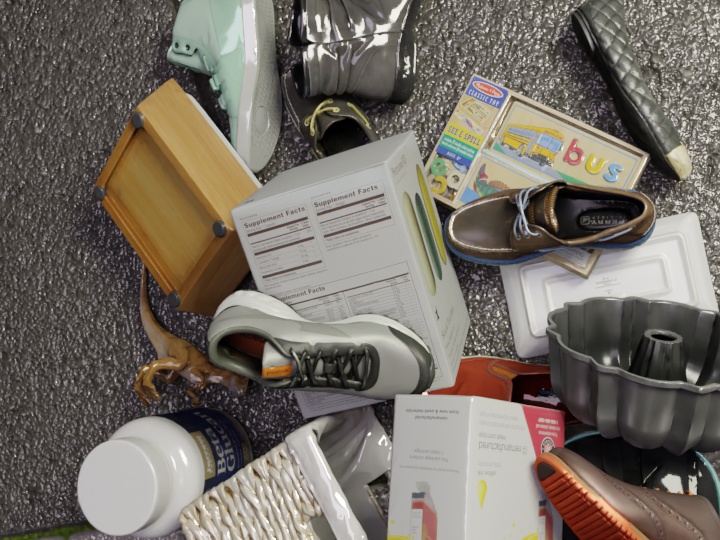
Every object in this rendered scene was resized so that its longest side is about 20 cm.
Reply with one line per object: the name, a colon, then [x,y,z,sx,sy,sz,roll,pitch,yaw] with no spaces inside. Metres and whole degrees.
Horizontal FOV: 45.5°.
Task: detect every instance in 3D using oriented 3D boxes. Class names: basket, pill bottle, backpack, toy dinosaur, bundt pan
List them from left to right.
pill bottle: [-0.189,0.198,0.846,0.108,0.200,0.114,-1,85,14]
toy dinosaur: [-0.206,0.093,0.942,0.199,0.061,0.106,37,58,16]
basket: [-0.033,0.255,0.802,0.159,0.200,0.201,-32,79,12]
backpack: [0.233,0.239,0.754,0.172,0.153,0.205,-3,86,18]
bundt pan: [0.253,0.091,0.731,0.197,0.202,0.078,7,108,15]

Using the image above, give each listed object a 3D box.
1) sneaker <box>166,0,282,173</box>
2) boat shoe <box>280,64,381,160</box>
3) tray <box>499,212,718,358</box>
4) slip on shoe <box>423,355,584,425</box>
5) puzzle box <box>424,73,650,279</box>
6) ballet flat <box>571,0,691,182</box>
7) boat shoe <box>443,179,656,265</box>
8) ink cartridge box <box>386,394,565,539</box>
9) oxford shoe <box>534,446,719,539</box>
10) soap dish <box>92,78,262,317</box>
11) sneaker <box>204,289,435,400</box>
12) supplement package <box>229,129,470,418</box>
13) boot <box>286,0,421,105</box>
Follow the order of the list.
sneaker: [-0.152,-0.205,0.938,0.116,0.073,0.206,-2,88,22]
boat shoe: [-0.021,-0.145,0.900,0.071,0.060,0.202,-40,77,8]
tray: [0.240,0.015,0.839,0.196,0.022,0.110,-12,83,14]
slip on shoe: [0.137,0.122,0.838,0.195,0.061,0.076,0,87,16]
puzzle box: [0.168,-0.096,0.853,0.197,0.025,0.135,28,88,19]
ballet flat: [0.268,-0.179,0.824,0.056,0.066,0.203,-26,80,5]
boat shoe: [0.170,-0.052,0.791,0.195,0.072,0.074,-7,77,15]
ink cartridge box: [0.094,0.208,0.686,0.082,0.144,0.205,-6,75,42]
oxford shoe: [0.224,0.195,0.662,0.199,0.071,0.073,39,66,6]
soap dish: [-0.188,-0.071,0.903,0.201,0.081,0.158,51,125,12]
sneaker: [-0.036,0.074,0.708,0.195,0.080,0.076,10,112,8]
supplement package: [0.000,0.000,0.799,0.148,0.152,0.204,-14,105,17]
boot: [-0.006,-0.273,0.873,0.129,0.070,0.205,3,84,-18]
